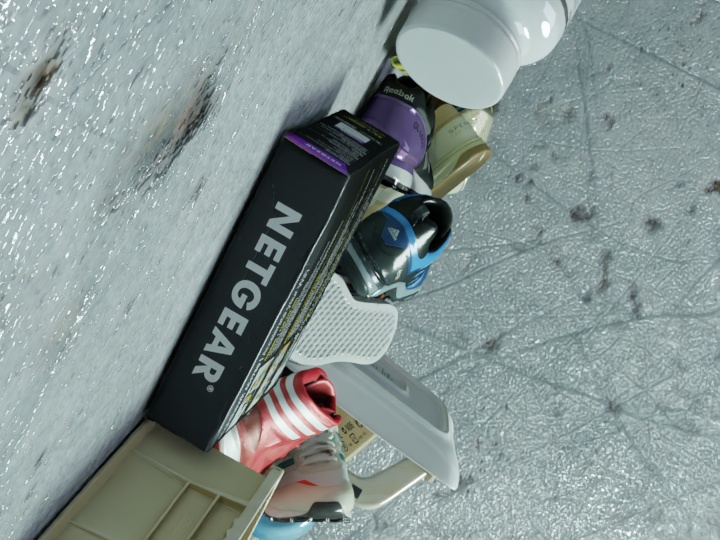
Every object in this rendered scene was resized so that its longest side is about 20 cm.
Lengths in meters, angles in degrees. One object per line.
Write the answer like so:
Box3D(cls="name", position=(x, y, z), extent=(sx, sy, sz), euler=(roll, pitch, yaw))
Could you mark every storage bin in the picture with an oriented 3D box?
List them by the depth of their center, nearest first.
Box3D(cls="storage bin", position=(-0.153, 0.218, 0.855), extent=(0.201, 0.093, 0.199), euler=(-62, 176, 25))

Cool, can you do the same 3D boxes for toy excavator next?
Box3D(cls="toy excavator", position=(-0.045, 0.200, 1.344), extent=(0.195, 0.199, 0.100), euler=(-59, 177, -17))

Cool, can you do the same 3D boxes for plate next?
Box3D(cls="plate", position=(0.012, 0.101, 1.269), extent=(0.032, 0.200, 0.200), euler=(-53, -178, 8))

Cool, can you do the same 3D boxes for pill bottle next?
Box3D(cls="pill bottle", position=(0.105, -0.213, 0.984), extent=(0.201, 0.110, 0.111), euler=(-59, 176, -23))

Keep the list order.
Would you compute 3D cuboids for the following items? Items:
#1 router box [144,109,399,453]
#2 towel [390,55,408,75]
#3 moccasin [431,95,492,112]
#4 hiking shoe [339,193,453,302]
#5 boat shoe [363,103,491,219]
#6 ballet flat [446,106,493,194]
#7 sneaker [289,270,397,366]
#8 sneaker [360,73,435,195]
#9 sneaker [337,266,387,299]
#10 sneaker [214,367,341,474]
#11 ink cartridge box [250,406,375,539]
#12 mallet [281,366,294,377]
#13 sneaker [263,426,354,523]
Box3D(cls="router box", position=(-0.052, 0.002, 0.911), extent=(0.201, 0.051, 0.149), euler=(-62, 174, 16))
Box3D(cls="towel", position=(0.071, -0.167, 1.128), extent=(0.200, 0.085, 0.018), euler=(-52, 128, -82))
Box3D(cls="moccasin", position=(0.094, -0.172, 1.390), extent=(0.202, 0.077, 0.074), euler=(-63, 176, 33))
Box3D(cls="hiking shoe", position=(0.043, -0.021, 1.153), extent=(0.086, 0.075, 0.200), euler=(-30, 180, 14))
Box3D(cls="boat shoe", position=(0.041, -0.086, 1.322), extent=(0.074, 0.067, 0.200), euler=(-22, 170, -46))
Box3D(cls="ballet flat", position=(0.071, -0.088, 1.380), extent=(0.067, 0.063, 0.200), euler=(-6, 156, -39))
Box3D(cls="sneaker", position=(-0.045, 0.031, 1.127), extent=(0.079, 0.079, 0.200), euler=(-64, 154, -1))
Box3D(cls="sneaker", position=(0.038, -0.110, 1.169), extent=(0.200, 0.075, 0.088), euler=(-3, 116, -86))
Box3D(cls="sneaker", position=(0.000, 0.000, 1.340), extent=(0.090, 0.070, 0.200), euler=(-46, 176, -9))
Box3D(cls="sneaker", position=(-0.071, 0.140, 1.127), extent=(0.115, 0.079, 0.200), euler=(-16, 163, -14))
Box3D(cls="ink cartridge box", position=(-0.063, 0.204, 1.573), extent=(0.165, 0.075, 0.200), euler=(-43, 174, 24))
Box3D(cls="mallet", position=(-0.121, 0.140, 1.215), extent=(0.200, 0.066, 0.041), euler=(-46, -178, 33))
Box3D(cls="sneaker", position=(-0.049, 0.151, 1.199), extent=(0.200, 0.070, 0.094), euler=(-156, -111, -79))
